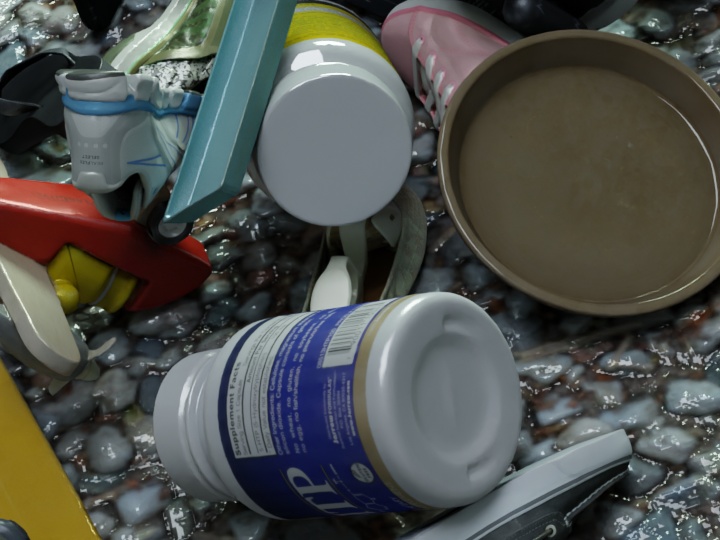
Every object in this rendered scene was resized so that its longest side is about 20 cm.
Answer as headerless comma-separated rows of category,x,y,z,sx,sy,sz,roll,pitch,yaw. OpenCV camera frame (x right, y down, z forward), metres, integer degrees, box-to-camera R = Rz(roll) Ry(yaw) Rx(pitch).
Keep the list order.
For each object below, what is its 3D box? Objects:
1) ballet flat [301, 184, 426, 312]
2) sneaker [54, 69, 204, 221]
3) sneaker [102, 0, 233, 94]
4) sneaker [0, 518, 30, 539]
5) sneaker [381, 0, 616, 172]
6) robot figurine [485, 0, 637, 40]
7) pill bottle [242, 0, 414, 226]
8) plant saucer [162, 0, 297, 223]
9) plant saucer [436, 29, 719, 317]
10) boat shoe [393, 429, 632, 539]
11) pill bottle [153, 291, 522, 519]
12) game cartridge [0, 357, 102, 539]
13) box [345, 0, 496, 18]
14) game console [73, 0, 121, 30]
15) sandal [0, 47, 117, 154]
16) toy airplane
ballet flat,0.000,0.000,1.621,0.067,0.062,0.200,-1,46,15
sneaker,-0.140,-0.073,1.584,0.075,0.200,0.087,3,91,15
sneaker,-0.098,-0.151,1.802,0.089,0.077,0.200,31,68,26
sneaker,-0.256,0.217,1.447,0.074,0.081,0.200,40,75,7
sneaker,0.068,-0.108,1.696,0.200,0.075,0.105,31,56,32
robot figurine,0.112,-0.230,1.683,0.125,0.200,0.150,29,91,41
pill bottle,-0.026,-0.100,1.639,0.114,0.114,0.200,-18,17,-1
plant saucer,-0.071,-0.119,1.571,0.070,0.019,0.200,-28,41,52
plant saucer,0.144,-0.058,1.608,0.200,0.029,0.200,3,64,-6
boat shoe,0.077,0.152,1.454,0.200,0.069,0.057,-27,88,-26
pill bottle,-0.019,0.081,1.476,0.200,0.120,0.120,-10,39,43
game cartridge,-0.262,0.154,1.572,0.176,0.032,0.200,-27,48,-10
box,0.028,-0.280,1.786,0.148,0.200,0.107,27,55,36
game console,-0.146,-0.296,1.854,0.116,0.200,0.176,4,48,21
sandal,-0.214,-0.123,1.750,0.076,0.043,0.200,-60,22,-15
toy airplane,-0.216,-0.008,1.637,0.199,0.141,0.200,27,28,14
